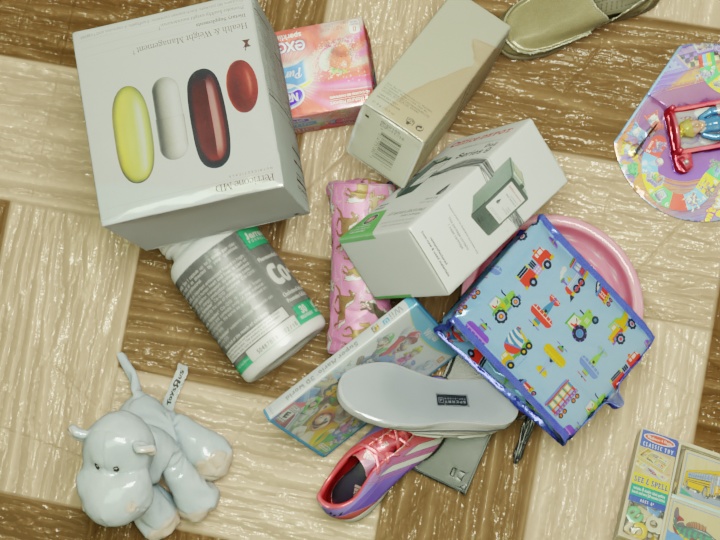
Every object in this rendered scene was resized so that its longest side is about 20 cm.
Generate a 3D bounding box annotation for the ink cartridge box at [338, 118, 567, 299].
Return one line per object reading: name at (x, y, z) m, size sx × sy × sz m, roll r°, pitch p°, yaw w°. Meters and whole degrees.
ink cartridge box at (0.097, -0.063, 1.264) m, size 0.200 × 0.146 × 0.084 m, roll -41°, pitch 107°, yaw -27°

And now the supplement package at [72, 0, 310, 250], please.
supplement package at (-0.170, -0.147, 1.233) m, size 0.189 × 0.147 × 0.202 m, roll -12°, pitch 81°, yaw 6°

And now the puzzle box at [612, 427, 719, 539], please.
puzzle box at (0.380, 0.261, 1.293) m, size 0.198 × 0.026 × 0.134 m, roll 18°, pitch 58°, yaw 6°

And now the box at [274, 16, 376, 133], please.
box at (-0.082, -0.208, 1.355) m, size 0.198 × 0.095 × 0.104 m, roll -8°, pitch 86°, yaw 5°

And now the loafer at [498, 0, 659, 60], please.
loafer at (0.242, -0.297, 1.344) m, size 0.198 × 0.067 × 0.077 m, roll -24°, pitch 85°, yaw 3°

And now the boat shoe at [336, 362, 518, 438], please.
boat shoe at (0.066, 0.149, 1.281) m, size 0.198 × 0.066 × 0.074 m, roll 11°, pitch 57°, yaw -12°

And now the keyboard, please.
keyboard at (0.146, 0.154, 1.354) m, size 0.126 × 0.021 × 0.202 m, roll 24°, pitch 90°, yaw 12°

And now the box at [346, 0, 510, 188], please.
box at (0.074, -0.197, 1.299) m, size 0.077 × 0.095 × 0.201 m, roll 33°, pitch 61°, yaw 6°

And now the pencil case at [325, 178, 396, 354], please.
pencil case at (0.000, 0.000, 1.339) m, size 0.082 × 0.086 × 0.202 m, roll -2°, pitch 87°, yaw 38°

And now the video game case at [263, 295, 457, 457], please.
video game case at (0.006, 0.118, 1.308) m, size 0.199 × 0.143 × 0.018 m, roll -38°, pitch 56°, yaw 4°

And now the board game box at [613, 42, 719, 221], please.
board game box at (0.385, -0.155, 1.337) m, size 0.157 × 0.039 × 0.201 m, roll 35°, pitch 91°, yaw 6°

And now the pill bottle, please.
pill bottle at (-0.139, 0.013, 1.340) m, size 0.113 × 0.113 × 0.201 m, roll -37°, pitch 85°, yaw 2°

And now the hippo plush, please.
hippo plush at (-0.228, 0.203, 1.314) m, size 0.158 × 0.161 × 0.202 m, roll 9°, pitch 88°, yaw 6°

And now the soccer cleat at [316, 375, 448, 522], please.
soccer cleat at (0.031, 0.196, 1.328) m, size 0.200 × 0.073 × 0.068 m, roll -47°, pitch 65°, yaw 4°

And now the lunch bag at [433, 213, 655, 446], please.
lunch bag at (0.202, 0.070, 1.255) m, size 0.200 × 0.094 × 0.151 m, roll 43°, pitch 78°, yaw 1°

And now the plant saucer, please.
plant saucer at (0.207, 0.041, 1.325) m, size 0.198 × 0.051 × 0.203 m, roll 0°, pitch 77°, yaw 1°
